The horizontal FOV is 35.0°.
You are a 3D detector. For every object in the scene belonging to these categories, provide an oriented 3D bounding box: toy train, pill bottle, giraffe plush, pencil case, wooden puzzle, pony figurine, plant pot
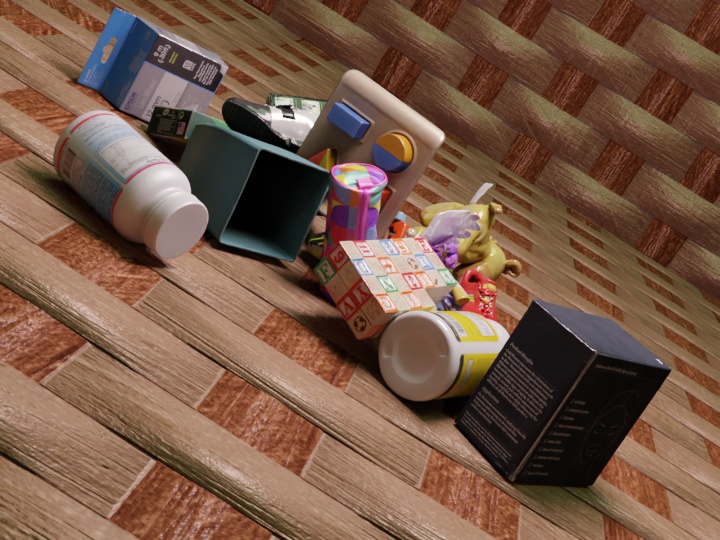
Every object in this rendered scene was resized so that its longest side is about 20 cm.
[{"bbox_3d":[0.038,-0.105,1.714,0.150,0.201,0.056,1,-23,32],"label":"toy train"},{"bbox_3d":[0.119,0.110,1.507,0.114,0.114,0.200,40,18,27],"label":"pill bottle"},{"bbox_3d":[0.192,-0.033,2.041,0.173,0.200,0.162,34,-23,57],"label":"giraffe plush"},{"bbox_3d":[-0.011,-0.049,1.592,0.088,0.201,0.088,3,29,-2],"label":"pencil case"},{"bbox_3d":[-0.281,-0.104,1.411,0.200,0.109,0.109,41,18,27],"label":"pill bottle"},{"bbox_3d":[-0.004,-0.162,1.644,0.185,0.200,0.046,39,13,19],"label":"wooden puzzle"},{"bbox_3d":[0.098,-0.017,1.826,0.193,0.167,0.200,10,41,-35],"label":"pony figurine"},{"bbox_3d":[-0.170,-0.128,1.643,0.141,0.142,0.200,16,14,-43],"label":"plant pot"}]

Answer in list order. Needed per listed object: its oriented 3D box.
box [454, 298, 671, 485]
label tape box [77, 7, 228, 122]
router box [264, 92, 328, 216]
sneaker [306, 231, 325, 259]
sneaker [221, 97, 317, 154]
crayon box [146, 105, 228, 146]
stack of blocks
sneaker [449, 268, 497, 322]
[{"bbox_3d":[0.262,0.161,1.471,0.200,0.197,0.124,15,23,-47],"label":"box"},{"bbox_3d":[-0.339,-0.320,1.873,0.200,0.144,0.066,21,19,-34],"label":"label tape box"},{"bbox_3d":[-0.075,-0.181,1.809,0.149,0.051,0.201,5,58,-16],"label":"router box"},{"bbox_3d":[0.000,0.000,1.703,0.200,0.077,0.075,24,32,28],"label":"sneaker"},{"bbox_3d":[-0.115,-0.218,1.744,0.200,0.074,0.089,29,55,-13],"label":"sneaker"},{"bbox_3d":[-0.228,-0.210,1.853,0.200,0.051,0.127,19,-2,-40],"label":"crayon box"},{"bbox_3d":[0.044,0.020,1.526,0.200,0.059,0.115,-6,57,-53],"label":"stack of blocks"},{"bbox_3d":[0.192,0.054,1.858,0.077,0.085,0.200,24,18,-22],"label":"sneaker"}]
